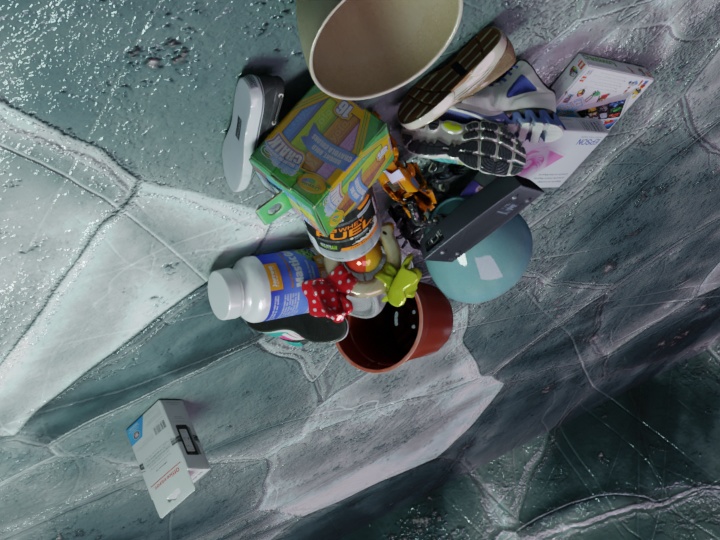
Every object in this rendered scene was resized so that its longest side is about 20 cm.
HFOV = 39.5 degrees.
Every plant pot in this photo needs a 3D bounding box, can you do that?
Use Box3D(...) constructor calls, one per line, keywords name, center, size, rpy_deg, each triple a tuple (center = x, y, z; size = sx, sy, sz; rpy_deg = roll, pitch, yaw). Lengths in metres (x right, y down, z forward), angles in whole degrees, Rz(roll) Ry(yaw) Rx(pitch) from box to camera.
Box3D(name="plant pot", center=(0.076, 0.094, 1.953), size=(0.201, 0.201, 0.195), rpy_deg=(-41, 159, 23))
Box3D(name="plant pot", center=(0.191, -0.060, 1.791), size=(0.200, 0.201, 0.135), rpy_deg=(-34, 142, 10))

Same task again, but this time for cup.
Box3D(name="cup", center=(0.001, -0.325, 1.194), size=(0.199, 0.144, 0.201), rpy_deg=(-23, 153, -13))

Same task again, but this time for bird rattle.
Box3D(name="bird rattle", center=(0.000, 0.000, 1.656), size=(0.199, 0.164, 0.113), rpy_deg=(-8, 166, 6))

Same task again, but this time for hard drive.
Box3D(name="hard drive", center=(0.193, -0.086, 1.627), size=(0.200, 0.042, 0.135), rpy_deg=(-38, 163, 22))

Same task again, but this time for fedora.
Box3D(name="fedora", center=(-0.003, 0.023, 1.758), size=(0.176, 0.091, 0.200), rpy_deg=(22, 152, -16))

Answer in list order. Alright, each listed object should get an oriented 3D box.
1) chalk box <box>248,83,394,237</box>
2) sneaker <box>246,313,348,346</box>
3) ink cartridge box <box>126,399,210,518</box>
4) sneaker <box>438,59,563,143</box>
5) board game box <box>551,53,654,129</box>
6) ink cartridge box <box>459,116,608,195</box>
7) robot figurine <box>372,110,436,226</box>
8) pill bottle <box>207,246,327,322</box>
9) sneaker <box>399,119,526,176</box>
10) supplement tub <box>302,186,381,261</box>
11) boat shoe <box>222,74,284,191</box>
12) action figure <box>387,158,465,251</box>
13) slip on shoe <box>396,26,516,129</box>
Box3D(name="chalk box", center=(-0.064, -0.139, 1.386), size=(0.200, 0.124, 0.124), rpy_deg=(-51, 165, -7))
Box3D(name="sneaker", center=(-0.095, 0.100, 1.832), size=(0.199, 0.084, 0.121), rpy_deg=(8, 175, 25))
Box3D(name="ink cartridge box", center=(-0.370, 0.368, 1.964), size=(0.116, 0.201, 0.068), rpy_deg=(-41, 150, 24))
Box3D(name="sneaker", center=(0.220, -0.269, 1.574), size=(0.198, 0.116, 0.081), rpy_deg=(7, 158, -1))
Box3D(name="board game box", center=(0.405, -0.305, 1.732), size=(0.199, 0.035, 0.126), rpy_deg=(-1, 141, -43))
Box3D(name="ink cartridge box", center=(0.298, -0.183, 1.724), size=(0.196, 0.043, 0.200), rpy_deg=(-6, 145, -39))
Box3D(name="robot figurine", center=(0.057, -0.152, 1.553), size=(0.058, 0.145, 0.200), rpy_deg=(-32, 144, 11))
Box3D(name="pill bottle", center=(-0.149, 0.026, 1.686), size=(0.199, 0.112, 0.112), rpy_deg=(-10, 148, -33))
Box3D(name="sneaker", center=(0.160, -0.195, 1.557), size=(0.080, 0.199, 0.078), rpy_deg=(27, 78, -84))
Box3D(name="supplement tub", center=(-0.037, -0.108, 1.552), size=(0.122, 0.123, 0.200), rpy_deg=(-27, 153, -3))
Box3D(name="boat shoe", center=(-0.146, -0.185, 1.379), size=(0.056, 0.069, 0.200), rpy_deg=(-14, 147, -27))
Box3D(name="action figure", center=(0.118, -0.111, 1.708), size=(0.102, 0.119, 0.200), rpy_deg=(-3, 138, -32))
Box3D(name="slip on shoe", center=(0.144, -0.275, 1.493), size=(0.200, 0.076, 0.061), rpy_deg=(-43, 134, 11))
